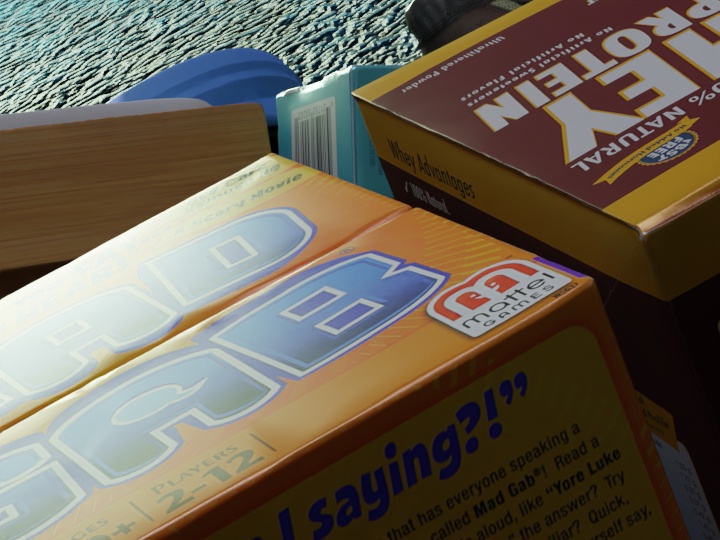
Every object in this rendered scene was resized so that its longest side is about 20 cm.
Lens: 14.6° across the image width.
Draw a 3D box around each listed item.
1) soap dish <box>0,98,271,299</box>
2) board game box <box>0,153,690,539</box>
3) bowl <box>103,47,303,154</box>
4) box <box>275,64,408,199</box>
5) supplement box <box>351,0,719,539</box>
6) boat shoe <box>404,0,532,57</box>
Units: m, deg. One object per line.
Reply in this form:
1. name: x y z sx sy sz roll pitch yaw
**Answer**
1. soap dish: -0.129 0.021 1.032 0.200 0.157 0.081 -9 44 -36
2. board game box: -0.032 0.113 0.768 0.200 0.200 0.200 -29 22 -17
3. bowl: -0.094 -0.008 1.179 0.201 0.039 0.201 -37 -18 -14
4. box: 0.076 -0.046 1.024 0.200 0.049 0.082 -1 -3 -20
5. supplement box: 0.123 0.022 0.830 0.133 0.200 0.197 -28 22 -14
6. boat shoe: 0.067 -0.125 1.217 0.072 0.066 0.201 -29 11 25
